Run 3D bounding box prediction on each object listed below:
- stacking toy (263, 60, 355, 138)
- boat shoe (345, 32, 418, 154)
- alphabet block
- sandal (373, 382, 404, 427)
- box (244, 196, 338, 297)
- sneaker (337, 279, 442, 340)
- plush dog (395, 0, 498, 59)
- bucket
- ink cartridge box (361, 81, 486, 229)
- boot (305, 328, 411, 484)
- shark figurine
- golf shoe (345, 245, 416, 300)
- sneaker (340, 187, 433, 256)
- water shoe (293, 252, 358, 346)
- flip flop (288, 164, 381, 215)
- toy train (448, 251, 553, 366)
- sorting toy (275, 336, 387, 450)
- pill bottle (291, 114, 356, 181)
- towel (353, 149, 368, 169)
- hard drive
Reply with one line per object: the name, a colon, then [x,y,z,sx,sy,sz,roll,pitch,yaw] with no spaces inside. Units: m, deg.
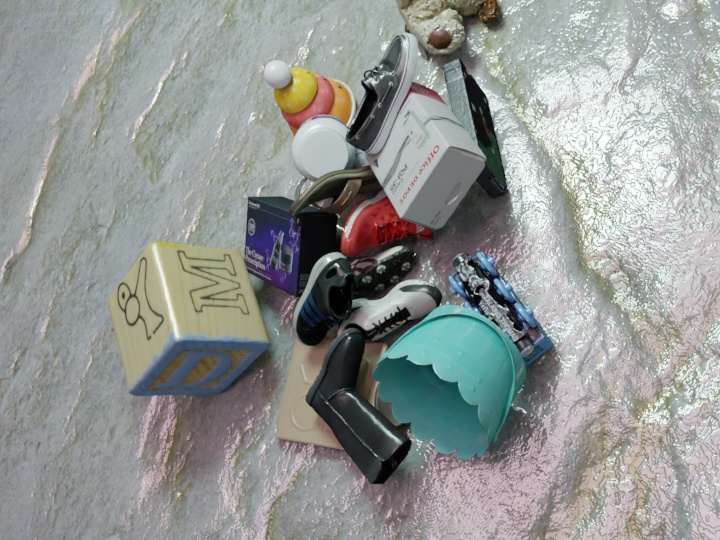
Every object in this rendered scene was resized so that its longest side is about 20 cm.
stacking toy: [-0.110,-0.325,1.691,0.145,0.200,0.147,-10,68,25]
boat shoe: [0.028,-0.287,1.462,0.070,0.066,0.201,43,114,54]
alphabet block: [-0.307,0.090,1.622,0.195,0.196,0.201,-42,56,35]
sandal: [0.094,0.166,1.476,0.082,0.055,0.200,44,92,8]
box: [-0.126,-0.046,1.605,0.200,0.078,0.142,22,108,54]
sneaker: [0.047,0.078,1.523,0.199,0.074,0.080,-22,29,28]
plush dog: [0.158,-0.496,1.665,0.171,0.160,0.201,-29,88,0]
bucket: [0.136,0.159,1.354,0.206,0.208,0.135,20,52,33]
ink cartridge box: [0.096,-0.186,1.460,0.147,0.082,0.200,-56,39,27]
boot: [0.009,0.214,1.450,0.200,0.065,0.165,46,121,40]
shark figurine: [-0.064,-0.079,1.655,0.214,0.090,0.128,27,53,25]
golf shoe: [0.000,0.000,1.589,0.199,0.077,0.088,-31,55,16]
sneaker: [0.056,-0.077,1.537,0.115,0.079,0.200,20,45,22]
water shoe: [-0.058,0.065,1.509,0.079,0.071,0.201,51,140,36]
flip flop: [-0.028,-0.125,1.512,0.081,0.199,0.058,-43,69,50]
toy train: [0.213,0.059,1.426,0.087,0.114,0.200,-39,59,10]
sorting toy: [-0.047,0.208,1.566,0.199,0.036,0.186,2,73,34]
pill bottle: [-0.064,-0.211,1.593,0.111,0.200,0.113,-1,102,-3]
towel: [0.050,-0.234,1.642,0.146,0.024,0.201,-20,46,22]
hard drive: [0.192,-0.235,1.530,0.038,0.140,0.201,-20,65,21]
